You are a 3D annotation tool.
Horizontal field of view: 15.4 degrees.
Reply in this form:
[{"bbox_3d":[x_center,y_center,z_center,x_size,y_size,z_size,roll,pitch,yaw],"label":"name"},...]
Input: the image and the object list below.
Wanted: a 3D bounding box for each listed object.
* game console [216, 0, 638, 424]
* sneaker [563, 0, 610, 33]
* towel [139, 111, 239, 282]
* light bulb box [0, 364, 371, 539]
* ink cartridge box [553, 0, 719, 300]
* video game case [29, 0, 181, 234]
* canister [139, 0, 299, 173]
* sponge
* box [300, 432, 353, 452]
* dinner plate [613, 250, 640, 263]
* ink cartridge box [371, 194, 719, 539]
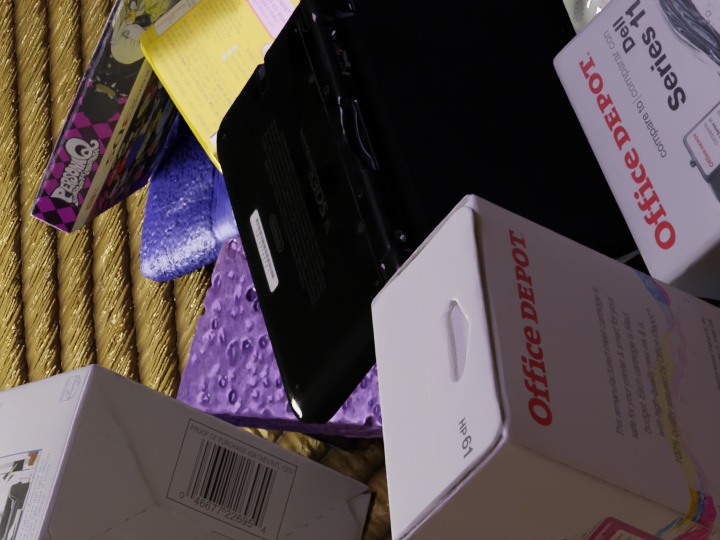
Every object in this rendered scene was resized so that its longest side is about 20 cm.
[{"bbox_3d":[0.029,-0.043,1.336,0.176,0.116,0.200,-53,41,39],"label":"game console"},{"bbox_3d":[0.124,-0.148,1.406,0.199,0.081,0.115,34,140,24],"label":"sneaker"},{"bbox_3d":[-0.086,-0.082,1.810,0.200,0.049,0.148,-26,46,52],"label":"towel"},{"bbox_3d":[-0.136,0.157,1.540,0.200,0.198,0.125,-15,53,56],"label":"light bulb box"},{"bbox_3d":[0.198,-0.097,1.224,0.200,0.083,0.147,-46,53,35],"label":"ink cartridge box"},{"bbox_3d":[-0.145,-0.126,1.753,0.182,0.036,0.200,-65,-4,13],"label":"video game case"},{"bbox_3d":[-0.020,-0.151,1.599,0.200,0.087,0.149,-39,60,10],"label":"canister"},{"bbox_3d":[-0.013,0.039,1.524,0.200,0.030,0.112,2,70,40],"label":"sponge"},{"bbox_3d":[0.000,0.000,1.601,0.200,0.035,0.110,-64,27,3],"label":"box"},{"bbox_3d":[0.084,-0.046,1.383,0.200,0.024,0.200,-11,38,9],"label":"dinner plate"},{"bbox_3d":[0.109,0.074,1.159,0.085,0.200,0.145,-46,33,33],"label":"ink cartridge box"}]
